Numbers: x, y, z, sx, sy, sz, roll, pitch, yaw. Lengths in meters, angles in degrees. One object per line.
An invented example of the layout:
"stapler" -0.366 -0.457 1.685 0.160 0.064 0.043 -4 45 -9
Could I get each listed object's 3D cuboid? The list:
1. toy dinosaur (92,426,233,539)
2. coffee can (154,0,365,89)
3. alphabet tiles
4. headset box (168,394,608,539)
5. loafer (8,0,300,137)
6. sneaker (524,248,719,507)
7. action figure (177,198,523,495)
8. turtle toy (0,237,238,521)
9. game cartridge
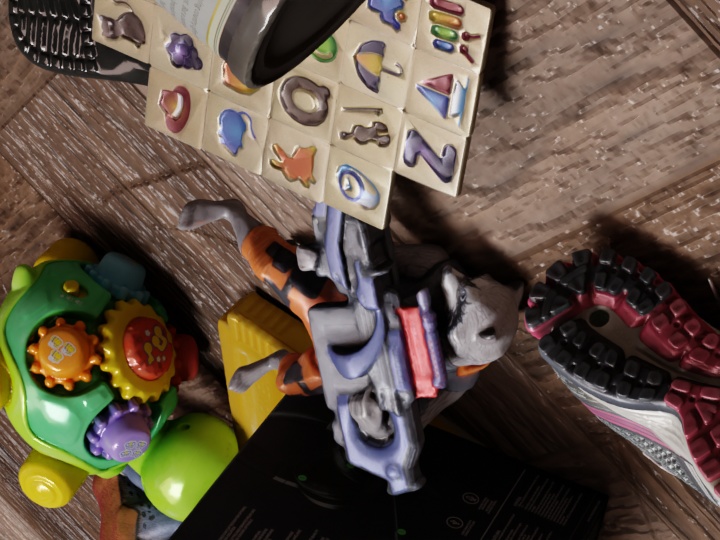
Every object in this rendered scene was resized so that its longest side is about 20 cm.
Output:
"toy dinosaur" -0.141 0.141 1.678 0.181 0.200 0.105 43 130 19
"coffee can" -0.071 -0.190 1.029 0.200 0.146 0.146 40 156 6
"alphabet tiles" -0.034 -0.111 1.179 0.199 0.006 0.167 24 129 20
"headset box" 0.004 0.161 1.379 0.199 0.174 0.093 21 125 13
"loafer" -0.072 -0.119 1.258 0.199 0.071 0.073 18 116 24
"sneaker" 0.165 0.063 1.177 0.200 0.081 0.075 39 171 27
"action figure" 0.000 0.000 1.337 0.193 0.104 0.201 12 117 38
"turtle toy" -0.149 0.073 1.606 0.101 0.146 0.200 -15 120 37
"game cartridge" 0.002 0.112 1.548 0.200 0.032 0.177 32 153 22
